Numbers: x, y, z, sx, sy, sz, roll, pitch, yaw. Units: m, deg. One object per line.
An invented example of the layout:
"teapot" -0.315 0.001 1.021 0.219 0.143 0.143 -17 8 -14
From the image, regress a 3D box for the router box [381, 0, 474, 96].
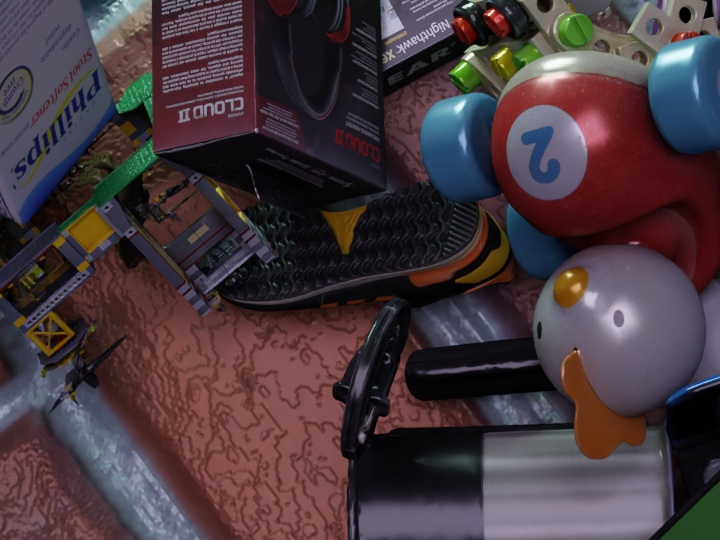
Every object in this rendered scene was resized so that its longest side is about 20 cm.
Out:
"router box" -0.023 -0.182 1.407 0.199 0.052 0.158 -28 77 -1

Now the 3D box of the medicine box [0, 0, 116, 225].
"medicine box" -0.259 -0.149 1.279 0.182 0.200 0.103 25 63 24

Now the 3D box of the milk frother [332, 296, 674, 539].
"milk frother" 0.084 0.110 1.253 0.187 0.200 0.182 -3 79 5

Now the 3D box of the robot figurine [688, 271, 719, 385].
"robot figurine" 0.268 0.031 1.297 0.199 0.113 0.170 -31 61 -2

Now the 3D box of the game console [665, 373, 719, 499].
"game console" 0.274 0.094 1.188 0.199 0.118 0.171 -20 104 5

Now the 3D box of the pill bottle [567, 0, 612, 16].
"pill bottle" 0.148 -0.263 1.365 0.111 0.112 0.201 18 70 9

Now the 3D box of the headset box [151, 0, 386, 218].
"headset box" -0.052 -0.131 1.287 0.075 0.148 0.201 -9 74 29

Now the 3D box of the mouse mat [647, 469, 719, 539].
"mouse mat" 0.230 0.155 1.219 0.200 0.160 0.008 -50 36 28

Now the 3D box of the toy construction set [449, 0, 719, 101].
"toy construction set" 0.122 -0.122 1.296 0.092 0.200 0.131 -44 102 -25

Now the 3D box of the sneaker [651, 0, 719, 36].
"sneaker" 0.216 -0.188 1.354 0.072 0.114 0.202 4 76 8

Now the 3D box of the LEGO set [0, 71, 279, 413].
"LEGO set" -0.141 -0.013 1.345 0.200 0.154 0.116 -43 117 -3

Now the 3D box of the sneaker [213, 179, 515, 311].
"sneaker" 0.000 0.000 1.357 0.199 0.090 0.070 -9 61 30

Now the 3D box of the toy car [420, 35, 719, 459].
"toy car" 0.135 0.001 1.205 0.184 0.177 0.201 -12 54 36
